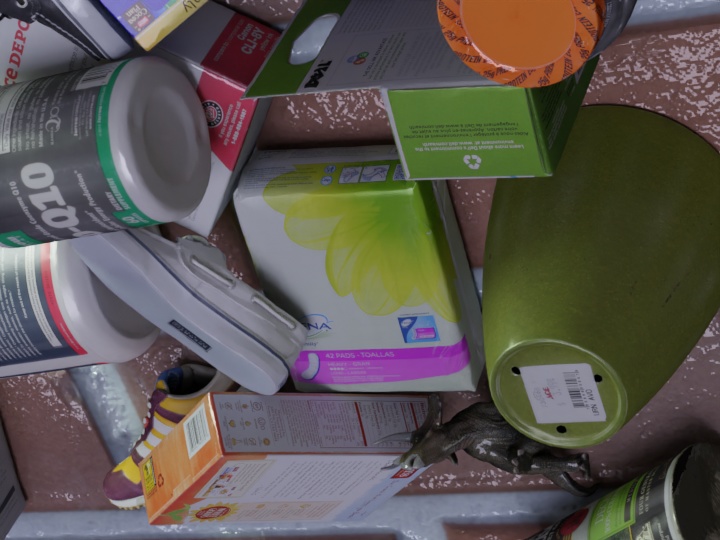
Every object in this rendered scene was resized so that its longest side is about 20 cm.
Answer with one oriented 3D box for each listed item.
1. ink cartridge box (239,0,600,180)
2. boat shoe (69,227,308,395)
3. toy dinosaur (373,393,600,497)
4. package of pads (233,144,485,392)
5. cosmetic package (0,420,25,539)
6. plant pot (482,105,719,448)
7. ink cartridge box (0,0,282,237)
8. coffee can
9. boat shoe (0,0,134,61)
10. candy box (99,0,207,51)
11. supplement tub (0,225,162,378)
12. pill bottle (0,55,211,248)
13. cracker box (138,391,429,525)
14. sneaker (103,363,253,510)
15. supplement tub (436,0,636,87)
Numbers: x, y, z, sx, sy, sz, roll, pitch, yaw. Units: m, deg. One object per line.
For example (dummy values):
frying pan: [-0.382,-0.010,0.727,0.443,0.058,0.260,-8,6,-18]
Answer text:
ink cartridge box: [0.042,-0.130,1.341,0.199,0.148,0.076,-2,127,24]
boat shoe: [-0.126,0.009,1.485,0.200,0.066,0.073,41,154,-18]
toy dinosaur: [0.115,0.129,1.557,0.102,0.078,0.199,7,177,45]
package of pads: [0.000,0.000,1.513,0.154,0.068,0.201,-1,126,21]
cosmetic package: [-0.424,0.159,1.773,0.198,0.123,0.201,5,127,18]
plant pot: [0.157,0.020,1.377,0.186,0.200,0.188,11,129,14]
ink cartridge box: [-0.168,-0.137,1.461,0.199,0.084,0.146,25,132,1]
coffee can: [0.218,0.240,1.562,0.146,0.147,0.200,43,129,-14]
boat shoe: [-0.234,-0.199,1.328,0.066,0.070,0.200,-39,124,11]
candy box: [-0.143,-0.272,1.314,0.169,0.077,0.200,-39,109,13]
supplement tub: [-0.262,0.011,1.578,0.199,0.141,0.141,-8,123,27]
pill bottle: [-0.212,-0.077,1.396,0.199,0.113,0.114,-8,123,29]
cracker box: [-0.055,0.147,1.578,0.199,0.058,0.134,4,149,-32]
sneaker: [-0.152,0.126,1.678,0.199,0.075,0.090,-29,104,29]
supplement tub: [0.117,-0.202,1.218,0.122,0.200,0.123,11,130,14]
